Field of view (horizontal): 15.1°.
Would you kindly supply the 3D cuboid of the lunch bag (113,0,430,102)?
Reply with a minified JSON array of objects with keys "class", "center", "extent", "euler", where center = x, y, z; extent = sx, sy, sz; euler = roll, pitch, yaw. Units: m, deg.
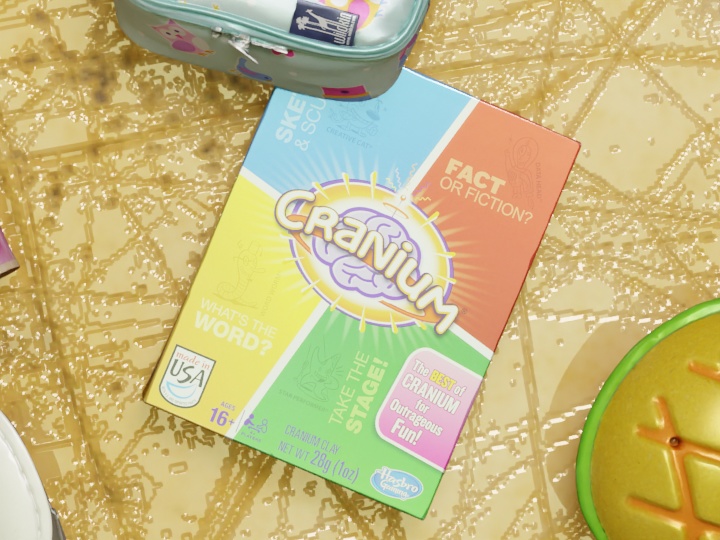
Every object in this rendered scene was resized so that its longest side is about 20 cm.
[{"class":"lunch bag","center":[-0.034,-0.185,1.283],"extent":[0.160,0.077,0.201],"euler":[15,74,-3]}]

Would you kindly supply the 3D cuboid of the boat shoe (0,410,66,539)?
[{"class":"boat shoe","center":[-0.169,0.158,1.322],"extent":[0.072,0.060,0.203],"euler":[-13,93,9]}]

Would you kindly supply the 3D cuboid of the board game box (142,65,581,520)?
[{"class":"board game box","center":[0.000,0.000,1.334],"extent":[0.152,0.040,0.201],"euler":[22,91,-4]}]

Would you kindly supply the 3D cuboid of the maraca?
[{"class":"maraca","center":[0.193,0.070,1.315],"extent":[0.200,0.107,0.137],"euler":[-43,102,-1]}]

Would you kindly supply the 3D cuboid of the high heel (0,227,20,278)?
[{"class":"high heel","center":[-0.269,-0.005,1.306],"extent":[0.199,0.067,0.096],"euler":[-25,88,0]}]
